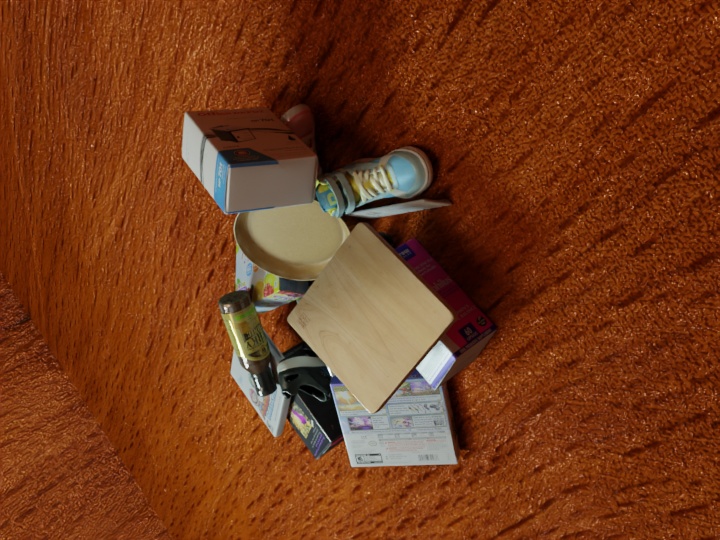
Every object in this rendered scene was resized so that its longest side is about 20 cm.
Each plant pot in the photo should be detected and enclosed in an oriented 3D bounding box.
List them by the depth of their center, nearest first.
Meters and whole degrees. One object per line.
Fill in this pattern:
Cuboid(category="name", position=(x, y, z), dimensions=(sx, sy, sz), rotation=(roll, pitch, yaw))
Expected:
Cuboid(category="plant pot", position=(-0.110, -0.060, 1.418), dimensions=(0.198, 0.028, 0.201), rotation=(5, 137, 4))

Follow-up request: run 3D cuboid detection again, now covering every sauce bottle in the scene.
Cuboid(category="sauce bottle", position=(-0.202, 0.136, 1.579), dimensions=(0.064, 0.064, 0.202), rotation=(7, 122, 50))

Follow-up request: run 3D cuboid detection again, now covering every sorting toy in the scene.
Cuboid(category="sorting toy", position=(0.024, 0.068, 1.266), dimensions=(0.200, 0.069, 0.199), rotation=(46, 112, 19))

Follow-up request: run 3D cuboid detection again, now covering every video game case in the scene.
Cuboid(category="video game case", position=(0.062, 0.256, 1.494), dimensions=(0.198, 0.046, 0.183), rotation=(-5, 117, 16))
Cuboid(category="video game case", position=(-0.196, 0.203, 1.687), dimensions=(0.182, 0.024, 0.201), rotation=(49, 143, 30))

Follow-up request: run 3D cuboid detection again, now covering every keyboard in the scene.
Cuboid(category="keyboard", position=(0.055, -0.095, 1.322), dimensions=(0.199, 0.056, 0.011), rotation=(-5, 88, 54))

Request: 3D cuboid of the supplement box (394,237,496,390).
Cuboid(category="supplement box", position=(0.099, 0.066, 1.341), dimensions=(0.200, 0.101, 0.104), rotation=(48, 144, 18))

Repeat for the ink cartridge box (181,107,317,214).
Cuboid(category="ink cartridge box", position=(-0.174, -0.173, 1.313), dimensions=(0.200, 0.145, 0.087), rotation=(48, 138, 45))

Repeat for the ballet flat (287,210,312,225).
Cuboid(category="ballet flat", position=(-0.157, -0.102, 1.474), dimensions=(0.200, 0.072, 0.073), rotation=(28, 135, 45))

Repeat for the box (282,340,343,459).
Cuboid(category="box", position=(-0.088, 0.249, 1.704), dimensions=(0.201, 0.122, 0.106), rotation=(52, 144, 13))

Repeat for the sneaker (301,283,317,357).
Cuboid(category="sneaker", position=(-0.081, 0.120, 1.635), dimensions=(0.072, 0.082, 0.201), rotation=(-26, 93, 56))

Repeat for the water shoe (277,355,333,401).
Cuboid(category="water shoe", position=(-0.059, 0.202, 1.567), dimensions=(0.071, 0.198, 0.080), rotation=(142, 127, -58))

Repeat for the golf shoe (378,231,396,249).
Cuboid(category="golf shoe", position=(0.000, 0.000, 1.445), dimensions=(0.094, 0.077, 0.201), rotation=(42, 141, 25))

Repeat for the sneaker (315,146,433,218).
Cuboid(category="sneaker", position=(0.010, -0.126, 1.288), dimensions=(0.199, 0.130, 0.080), rotation=(-7, 107, 54))

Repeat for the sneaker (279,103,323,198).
Cuboid(category="sneaker", position=(-0.091, -0.181, 1.431), dimensions=(0.105, 0.075, 0.201), rotation=(48, 150, 20))

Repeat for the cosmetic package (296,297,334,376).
Cuboid(category="cosmetic package", position=(-0.052, 0.096, 1.501), dimensions=(0.114, 0.081, 0.200), rotation=(66, 174, -15))

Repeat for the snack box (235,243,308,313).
Cuboid(category="snack box", position=(-0.167, -0.021, 1.595), dimensions=(0.199, 0.067, 0.171), rotation=(-21, 66, 55))
